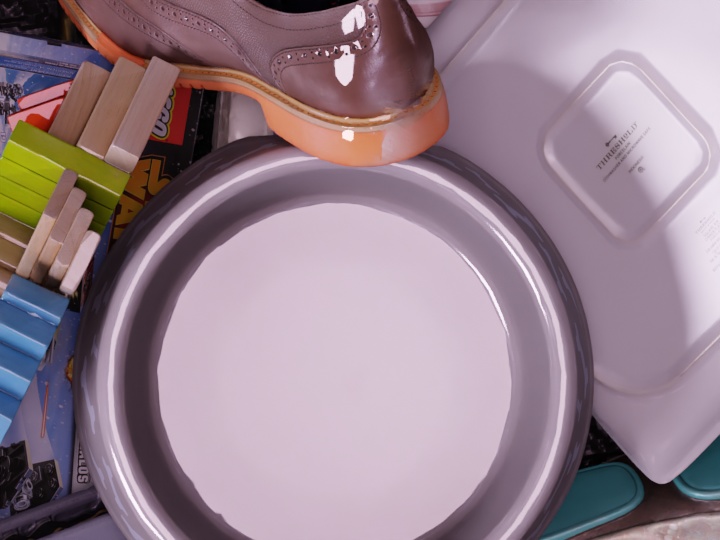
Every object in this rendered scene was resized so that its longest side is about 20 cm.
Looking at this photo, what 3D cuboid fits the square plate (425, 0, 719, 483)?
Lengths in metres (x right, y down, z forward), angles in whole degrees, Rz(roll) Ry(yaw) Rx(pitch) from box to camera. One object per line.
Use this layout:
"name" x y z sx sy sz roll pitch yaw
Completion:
"square plate" 0.107 -0.048 1.047 0.198 0.028 0.200 49 120 12

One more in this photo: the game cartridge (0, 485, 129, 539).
"game cartridge" -0.136 0.163 1.044 0.200 0.040 0.134 -19 117 -42

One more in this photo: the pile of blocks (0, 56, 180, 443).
"pile of blocks" -0.136 0.004 1.002 0.062 0.082 0.200 26 79 -6

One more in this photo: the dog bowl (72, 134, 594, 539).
"dog bowl" -0.009 0.042 1.021 0.199 0.059 0.201 0 88 -2

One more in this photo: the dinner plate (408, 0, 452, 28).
"dinner plate" 0.024 -0.196 1.082 0.199 0.024 0.201 -5 104 -20

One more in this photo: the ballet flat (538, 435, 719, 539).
"ballet flat" 0.125 0.101 1.112 0.199 0.068 0.062 -16 123 3

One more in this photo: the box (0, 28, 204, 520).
"box" -0.142 0.007 1.071 0.137 0.040 0.201 9 93 -34

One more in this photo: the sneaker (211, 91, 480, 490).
"sneaker" 0.000 0.000 1.090 0.111 0.077 0.201 -2 84 -9

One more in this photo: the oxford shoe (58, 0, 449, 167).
"oxford shoe" -0.045 -0.107 1.024 0.071 0.200 0.073 -36 133 -32
